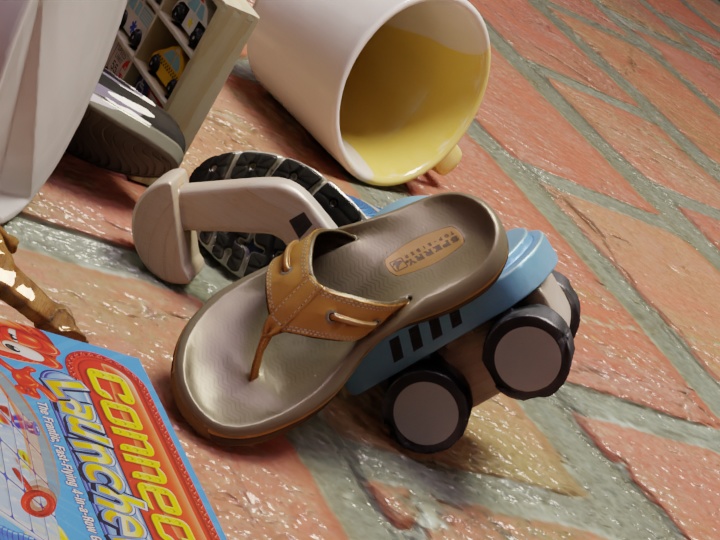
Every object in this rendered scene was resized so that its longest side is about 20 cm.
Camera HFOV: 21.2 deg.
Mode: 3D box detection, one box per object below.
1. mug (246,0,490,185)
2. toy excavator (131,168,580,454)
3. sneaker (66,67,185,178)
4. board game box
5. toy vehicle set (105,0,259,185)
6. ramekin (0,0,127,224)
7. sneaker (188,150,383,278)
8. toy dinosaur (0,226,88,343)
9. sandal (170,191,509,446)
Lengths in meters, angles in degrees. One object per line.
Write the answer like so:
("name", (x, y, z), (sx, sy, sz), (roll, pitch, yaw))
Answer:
("mug", (-0.007, -0.147, 1.447), (0.149, 0.187, 0.153), (-26, 42, -30))
("toy excavator", (0.000, 0.000, 1.049), (0.201, 0.194, 0.100), (58, 17, -7))
("sneaker", (-0.172, -0.142, 1.130), (0.199, 0.107, 0.075), (31, -24, 2))
("board game box", (-0.148, 0.083, 0.694), (0.195, 0.056, 0.200), (18, 22, -34))
("toy vehicle set", (-0.138, -0.154, 1.218), (0.026, 0.125, 0.200), (17, 22, -35))
("ramekin", (-0.190, -0.132, 0.977), (0.094, 0.203, 0.202), (22, 18, 3))
("sneaker", (-0.013, -0.010, 1.146), (0.199, 0.079, 0.089), (23, -5, -3))
("toy dinosaur", (-0.206, -0.018, 0.860), (0.199, 0.061, 0.106), (20, 23, -30))
("sandal", (-0.009, 0.011, 0.946), (0.199, 0.054, 0.080), (-30, 66, -21))
